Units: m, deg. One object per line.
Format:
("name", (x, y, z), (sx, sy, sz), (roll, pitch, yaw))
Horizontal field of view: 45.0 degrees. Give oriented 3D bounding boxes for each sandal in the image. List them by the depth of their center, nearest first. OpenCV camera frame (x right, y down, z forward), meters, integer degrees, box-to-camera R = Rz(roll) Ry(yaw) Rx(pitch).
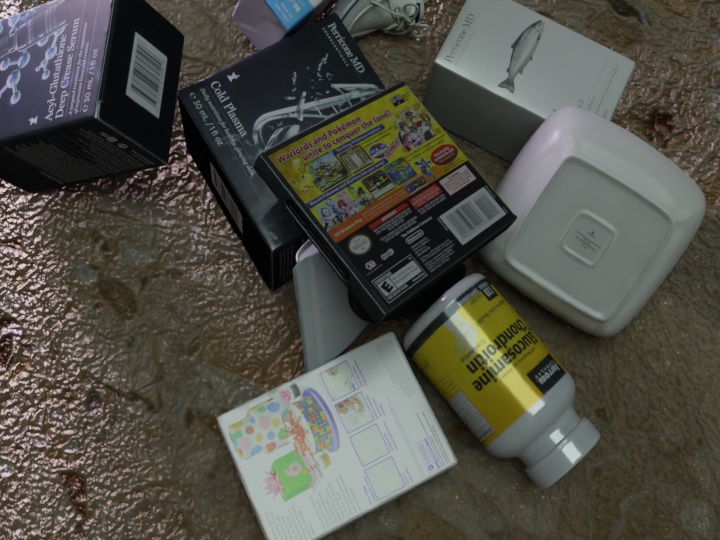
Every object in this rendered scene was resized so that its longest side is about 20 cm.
("sandal", (0.037, 0.009, 0.867), (0.048, 0.199, 0.076), (37, 107, 28))

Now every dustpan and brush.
("dustpan and brush", (0.000, 0.000, 0.901), (0.198, 0.142, 0.057), (-28, 40, -30))

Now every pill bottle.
("pill bottle", (0.142, 0.111, 0.865), (0.111, 0.112, 0.201), (-38, 78, -16))

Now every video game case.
("video game case", (0.028, -0.071, 0.807), (0.199, 0.026, 0.182), (-33, 79, -36))

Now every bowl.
("bowl", (0.230, -0.042, 0.886), (0.198, 0.075, 0.202), (33, 112, 4))

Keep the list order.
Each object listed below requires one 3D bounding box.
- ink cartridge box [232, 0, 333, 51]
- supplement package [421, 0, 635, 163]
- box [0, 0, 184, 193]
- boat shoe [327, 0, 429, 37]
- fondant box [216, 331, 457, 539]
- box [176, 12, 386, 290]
("ink cartridge box", (-0.043, -0.333, 0.960), (0.200, 0.116, 0.067), (-45, 100, -14))
("supplement package", (0.182, -0.202, 0.971), (0.197, 0.118, 0.119), (27, 73, 5))
("box", (-0.292, -0.179, 0.880), (0.196, 0.107, 0.152), (-8, 69, 27))
("boat shoe", (0.050, -0.313, 1.026), (0.201, 0.075, 0.086), (-40, 83, -26))
("fondant box", (-0.024, 0.172, 0.858), (0.197, 0.058, 0.146), (-24, 75, -13))
("box", (-0.061, -0.124, 0.922), (0.194, 0.124, 0.202), (-30, 76, -16))
